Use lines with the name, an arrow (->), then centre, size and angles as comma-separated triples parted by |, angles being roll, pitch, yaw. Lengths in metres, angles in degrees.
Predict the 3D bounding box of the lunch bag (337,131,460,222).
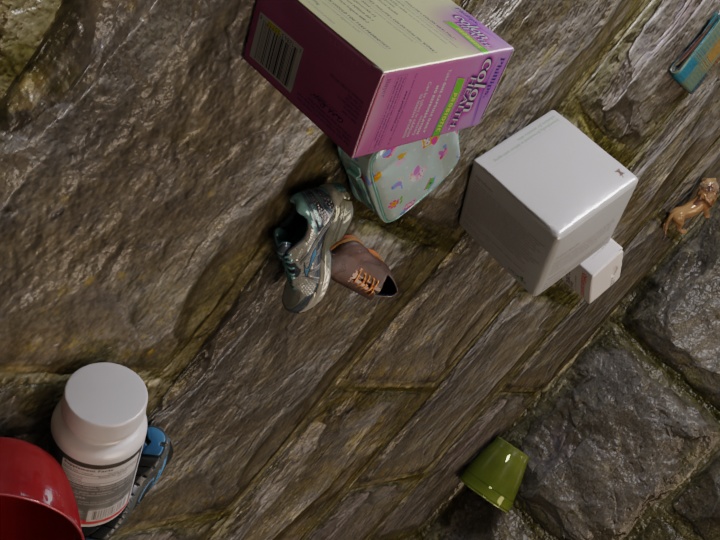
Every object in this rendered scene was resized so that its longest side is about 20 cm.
lunch bag -> 0.048, -0.158, 1.145 | 0.160, 0.077, 0.200 | -40, 155, -8

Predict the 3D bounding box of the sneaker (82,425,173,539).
sneaker -> -0.334, 0.317, 1.249 | 0.200, 0.073, 0.082 | -50, 162, -17

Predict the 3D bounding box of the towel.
towel -> 0.700, -0.440, 1.800 | 0.147, 0.022, 0.200 | -53, 156, 18

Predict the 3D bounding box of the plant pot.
plant pot -> 0.457, 0.662, 2.917 | 0.194, 0.200, 0.200 | -56, 156, -4

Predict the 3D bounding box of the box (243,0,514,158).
box -> 0.018, -0.218, 0.888 | 0.199, 0.176, 0.097 | -22, 147, -41

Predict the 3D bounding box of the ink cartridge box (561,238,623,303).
ink cartridge box -> 0.404, -0.049, 1.715 | 0.084, 0.200, 0.145 | -42, 155, -7

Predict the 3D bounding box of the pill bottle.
pill bottle -> -0.325, 0.213, 1.083 | 0.113, 0.114, 0.201 | -21, 146, -42

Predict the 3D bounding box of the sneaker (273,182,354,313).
sneaker -> -0.083, -0.028, 1.164 | 0.086, 0.078, 0.201 | -7, 130, -36

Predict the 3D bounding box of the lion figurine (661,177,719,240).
lion figurine -> 0.935, -0.174, 2.511 | 0.200, 0.073, 0.123 | -39, 147, -5

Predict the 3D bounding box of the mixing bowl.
mixing bowl -> -0.405, 0.260, 0.991 | 0.198, 0.109, 0.201 | -4, 134, -4

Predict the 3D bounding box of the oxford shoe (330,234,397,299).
oxford shoe -> 0.000, 0.000, 1.313 | 0.071, 0.073, 0.200 | -51, 154, 14

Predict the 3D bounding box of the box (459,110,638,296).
box -> 0.306, -0.113, 1.469 | 0.198, 0.200, 0.172 | -33, 155, -24
